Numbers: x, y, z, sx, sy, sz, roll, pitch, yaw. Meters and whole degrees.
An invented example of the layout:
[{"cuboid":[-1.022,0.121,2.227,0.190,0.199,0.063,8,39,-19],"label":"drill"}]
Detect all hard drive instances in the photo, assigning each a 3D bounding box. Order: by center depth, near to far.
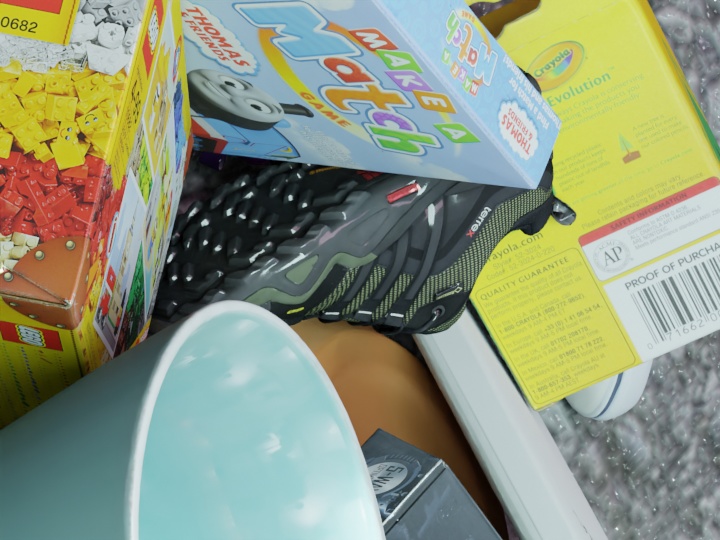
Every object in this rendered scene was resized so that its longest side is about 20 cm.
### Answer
[{"cuboid":[0.082,0.103,1.143,0.132,0.026,0.200,53,6,-49],"label":"hard drive"}]

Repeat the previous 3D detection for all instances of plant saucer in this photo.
[{"cuboid":[0.007,0.105,1.130,0.200,0.037,0.201,38,39,-40],"label":"plant saucer"}]

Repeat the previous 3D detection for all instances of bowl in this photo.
[{"cuboid":[-0.072,0.116,0.893,0.201,0.105,0.202,-10,90,-68],"label":"bowl"}]

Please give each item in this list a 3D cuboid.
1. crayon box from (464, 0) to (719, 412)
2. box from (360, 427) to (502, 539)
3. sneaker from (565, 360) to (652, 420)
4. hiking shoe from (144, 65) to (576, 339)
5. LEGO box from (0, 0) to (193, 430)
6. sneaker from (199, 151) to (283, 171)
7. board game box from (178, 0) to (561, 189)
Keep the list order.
[{"cuboid":[0.088,-0.049,1.151,0.200,0.127,0.051,61,13,-27],"label":"crayon box"},{"cuboid":[0.014,0.187,1.050,0.160,0.043,0.200,-47,127,-16],"label":"box"},{"cuboid":[0.090,-0.014,1.243,0.071,0.073,0.201,-22,120,-25],"label":"sneaker"},{"cuboid":[0.000,0.000,1.085,0.200,0.076,0.101,-30,124,-6],"label":"hiking shoe"},{"cuboid":[-0.116,-0.028,0.958,0.077,0.200,0.149,11,70,3],"label":"LEGO box"},{"cuboid":[-0.002,-0.064,1.217,0.200,0.074,0.088,21,95,-49],"label":"sneaker"},{"cuboid":[-0.043,-0.090,1.007,0.151,0.199,0.037,45,60,-48],"label":"board game box"}]
